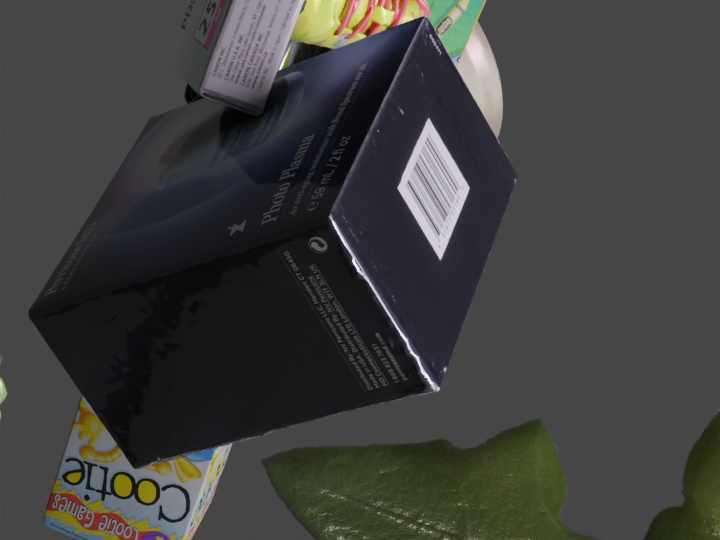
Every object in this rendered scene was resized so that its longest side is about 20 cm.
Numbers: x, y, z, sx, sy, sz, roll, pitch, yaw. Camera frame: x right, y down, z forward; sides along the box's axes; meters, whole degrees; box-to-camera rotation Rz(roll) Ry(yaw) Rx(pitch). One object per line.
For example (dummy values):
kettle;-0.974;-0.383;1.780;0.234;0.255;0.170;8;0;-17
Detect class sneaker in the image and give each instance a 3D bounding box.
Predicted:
sneaker;-0.002;-0.168;1.323;0.200;0.090;0.078;-32;144;-75

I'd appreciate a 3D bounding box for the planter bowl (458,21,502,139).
planter bowl;-0.005;-0.138;1.684;0.135;0.200;0.201;-36;161;-31

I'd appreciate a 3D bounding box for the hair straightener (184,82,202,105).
hair straightener;-0.083;-0.151;1.319;0.201;0.041;0.077;-63;178;10

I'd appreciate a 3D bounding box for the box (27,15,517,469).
box;-0.044;-0.015;1.172;0.198;0.124;0.200;-18;-151;29

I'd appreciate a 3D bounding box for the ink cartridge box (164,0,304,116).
ink cartridge box;-0.059;-0.204;1.210;0.201;0.043;0.174;-68;-157;10

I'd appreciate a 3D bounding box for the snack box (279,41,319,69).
snack box;-0.062;-0.156;1.506;0.200;0.053;0.143;97;17;-82

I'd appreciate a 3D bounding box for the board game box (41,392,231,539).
board game box;-0.138;0.095;1.503;0.103;0.104;0.201;-64;175;-60

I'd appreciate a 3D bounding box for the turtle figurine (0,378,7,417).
turtle figurine;-0.132;0.054;0.445;0.194;0.143;0.200;-72;-174;-49

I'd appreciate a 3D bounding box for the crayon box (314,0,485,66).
crayon box;0.012;-0.136;1.483;0.119;0.058;0.200;-35;-159;39
